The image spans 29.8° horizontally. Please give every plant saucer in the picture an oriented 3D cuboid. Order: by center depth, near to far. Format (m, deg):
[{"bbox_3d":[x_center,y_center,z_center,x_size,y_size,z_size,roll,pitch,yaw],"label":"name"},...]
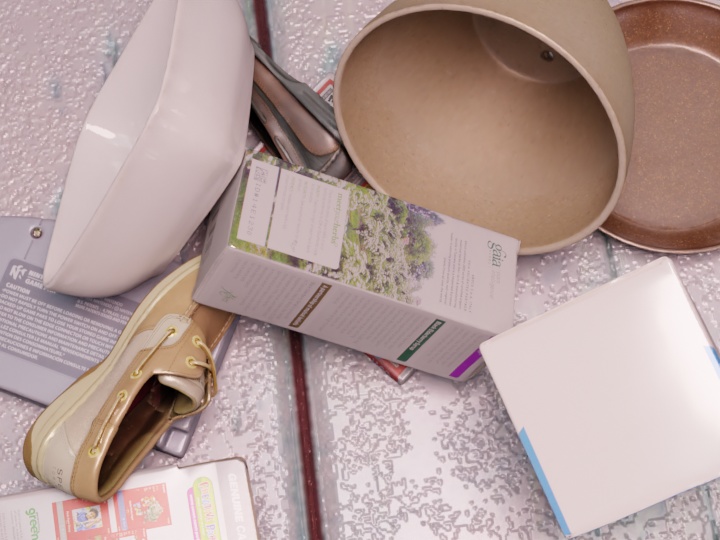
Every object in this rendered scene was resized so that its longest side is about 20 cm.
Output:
[{"bbox_3d":[0.227,-0.104,0.994,0.200,0.037,0.201,-1,74,2],"label":"plant saucer"}]

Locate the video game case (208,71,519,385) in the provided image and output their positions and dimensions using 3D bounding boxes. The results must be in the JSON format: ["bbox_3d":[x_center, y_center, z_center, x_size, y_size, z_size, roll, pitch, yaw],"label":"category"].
[{"bbox_3d":[0.003,-0.034,0.990,0.200,0.017,0.143,41,79,12],"label":"video game case"}]

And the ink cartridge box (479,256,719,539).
[{"bbox_3d":[0.174,0.083,0.868,0.125,0.200,0.129,-26,77,12],"label":"ink cartridge box"}]

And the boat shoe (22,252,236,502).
[{"bbox_3d":[-0.129,0.071,0.885,0.066,0.074,0.200,27,65,29],"label":"boat shoe"}]

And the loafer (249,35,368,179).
[{"bbox_3d":[-0.081,-0.127,0.981,0.063,0.072,0.200,-46,64,-4],"label":"loafer"}]

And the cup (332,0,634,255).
[{"bbox_3d":[0.100,-0.132,0.909,0.200,0.200,0.143,24,52,8],"label":"cup"}]

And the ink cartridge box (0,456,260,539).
[{"bbox_3d":[-0.141,0.236,0.883,0.175,0.084,0.201,-10,75,-3],"label":"ink cartridge box"}]

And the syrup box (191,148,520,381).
[{"bbox_3d":[0.000,0.000,0.890,0.200,0.081,0.079,18,57,-16],"label":"syrup box"}]

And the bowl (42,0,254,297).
[{"bbox_3d":[-0.135,-0.089,0.914,0.075,0.200,0.200,23,40,-22],"label":"bowl"}]

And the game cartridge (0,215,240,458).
[{"bbox_3d":[-0.193,0.039,0.967,0.200,0.040,0.134,20,79,7],"label":"game cartridge"}]
